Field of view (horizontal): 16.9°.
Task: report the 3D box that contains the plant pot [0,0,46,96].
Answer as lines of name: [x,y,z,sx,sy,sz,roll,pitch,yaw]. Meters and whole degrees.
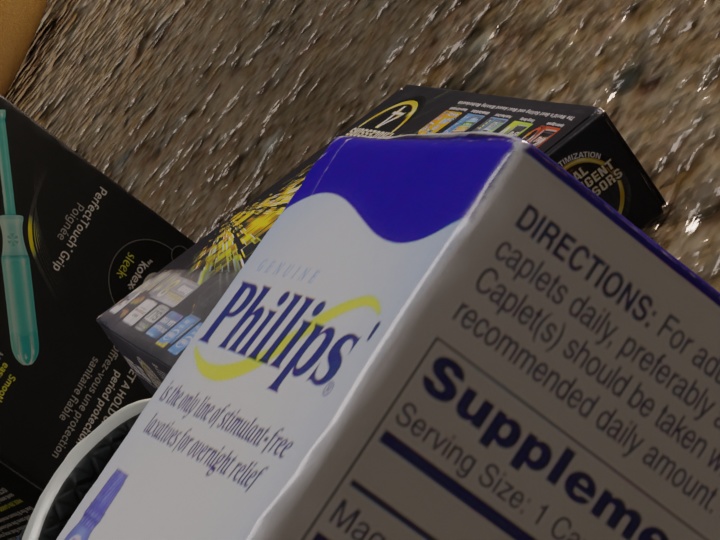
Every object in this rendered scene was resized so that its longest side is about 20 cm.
plant pot: [-0.341,-0.174,1.878,0.200,0.186,0.186,-50,15,-30]

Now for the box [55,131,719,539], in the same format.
box: [0.026,0.104,0.486,0.200,0.184,0.105,-55,17,-7]

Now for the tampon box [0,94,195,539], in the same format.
tampon box: [-0.195,0.014,1.136,0.126,0.200,0.150,-23,34,56]

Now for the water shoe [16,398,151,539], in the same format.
water shoe: [-0.119,0.137,0.944,0.079,0.071,0.200,-29,28,60]

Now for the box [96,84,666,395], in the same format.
box: [0.000,0.000,0.876,0.161,0.049,0.200,-39,17,-10]
